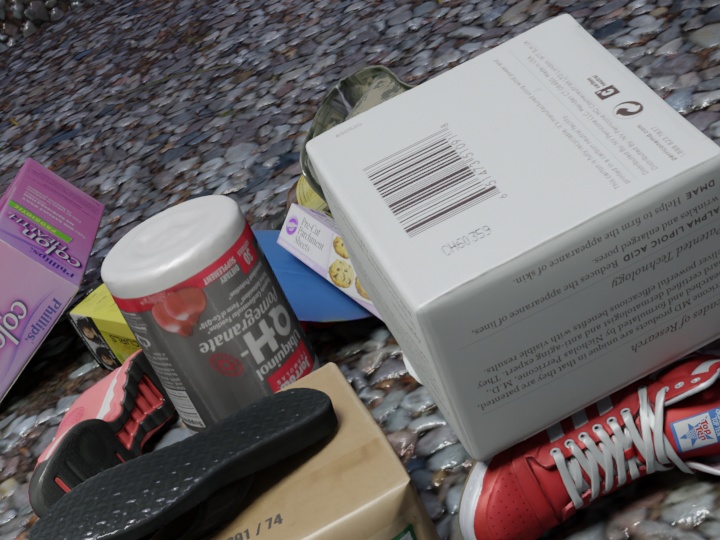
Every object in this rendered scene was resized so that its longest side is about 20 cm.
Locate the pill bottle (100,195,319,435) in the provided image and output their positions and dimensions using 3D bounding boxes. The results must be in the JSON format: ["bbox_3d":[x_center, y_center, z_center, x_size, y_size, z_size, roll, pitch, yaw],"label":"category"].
[{"bbox_3d":[-0.096,0.056,1.073,0.110,0.201,0.111,-22,24,10],"label":"pill bottle"}]

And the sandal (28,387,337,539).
[{"bbox_3d":[-0.097,0.132,0.874,0.199,0.048,0.075,-24,21,-25],"label":"sandal"}]

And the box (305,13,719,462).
[{"bbox_3d":[0.100,-0.026,0.902,0.199,0.131,0.199,-27,39,-5],"label":"box"}]

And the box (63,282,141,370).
[{"bbox_3d":[-0.183,0.059,1.315,0.199,0.076,0.050,7,43,49],"label":"box"}]

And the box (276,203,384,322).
[{"bbox_3d":[0.000,0.000,1.220,0.200,0.039,0.042,36,106,48],"label":"box"}]

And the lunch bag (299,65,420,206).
[{"bbox_3d":[0.048,-0.061,1.104,0.118,0.164,0.200,-48,20,3],"label":"lunch bag"}]

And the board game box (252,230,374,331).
[{"bbox_3d":[-0.055,0.019,1.278,0.157,0.039,0.200,8,22,2],"label":"board game box"}]

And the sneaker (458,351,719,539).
[{"bbox_3d":[0.156,0.108,0.875,0.199,0.072,0.112,-36,22,-25],"label":"sneaker"}]

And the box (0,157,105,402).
[{"bbox_3d":[-0.347,0.015,1.450,0.176,0.096,0.200,-51,18,19],"label":"box"}]

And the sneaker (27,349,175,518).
[{"bbox_3d":[-0.219,0.147,1.200,0.086,0.074,0.200,-28,16,32],"label":"sneaker"}]

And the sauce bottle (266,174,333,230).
[{"bbox_3d":[-0.027,-0.070,1.362,0.065,0.065,0.200,-43,4,-33],"label":"sauce bottle"}]

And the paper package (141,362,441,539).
[{"bbox_3d":[-0.060,0.175,0.917,0.199,0.104,0.191,-28,25,-5],"label":"paper package"}]
